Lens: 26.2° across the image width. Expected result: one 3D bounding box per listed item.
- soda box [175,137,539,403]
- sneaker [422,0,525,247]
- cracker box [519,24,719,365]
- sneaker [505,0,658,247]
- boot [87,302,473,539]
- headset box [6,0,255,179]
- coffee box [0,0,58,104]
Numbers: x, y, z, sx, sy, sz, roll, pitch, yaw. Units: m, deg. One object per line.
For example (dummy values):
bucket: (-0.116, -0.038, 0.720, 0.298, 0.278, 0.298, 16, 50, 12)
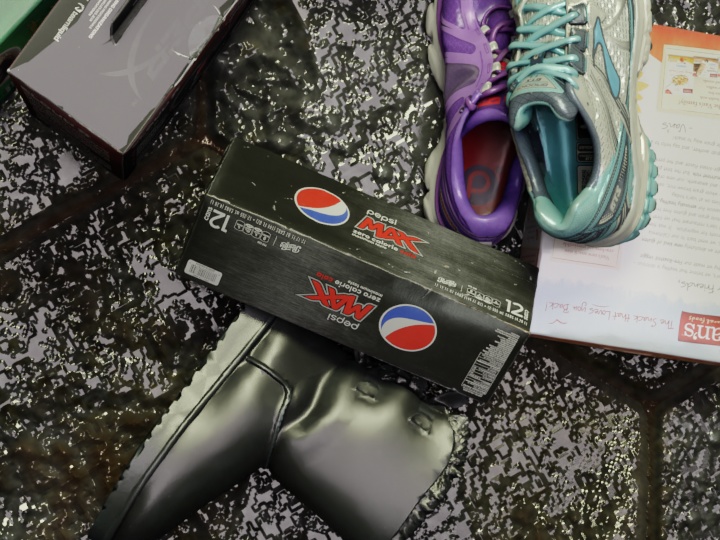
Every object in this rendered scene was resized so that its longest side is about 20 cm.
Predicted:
soda box: (0.000, 0.000, 0.901, 0.200, 0.071, 0.063, 24, 125, -4)
sneaker: (0.084, -0.112, 0.933, 0.081, 0.083, 0.200, 2, 88, -8)
cracker box: (0.175, -0.049, 0.959, 0.134, 0.058, 0.200, 9, 87, -7)
sneaker: (0.118, -0.111, 0.868, 0.078, 0.086, 0.200, -11, 89, 36)
boot: (-0.042, 0.119, 0.913, 0.162, 0.073, 0.198, 36, 77, -2)
headset box: (-0.116, -0.135, 0.845, 0.075, 0.200, 0.149, 35, 85, -7)
coffee box: (-0.228, -0.110, 0.869, 0.044, 0.123, 0.200, 41, 85, -3)
